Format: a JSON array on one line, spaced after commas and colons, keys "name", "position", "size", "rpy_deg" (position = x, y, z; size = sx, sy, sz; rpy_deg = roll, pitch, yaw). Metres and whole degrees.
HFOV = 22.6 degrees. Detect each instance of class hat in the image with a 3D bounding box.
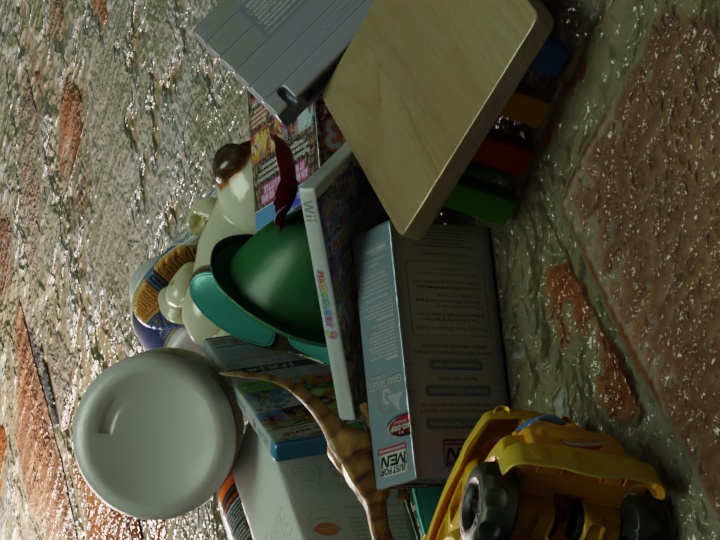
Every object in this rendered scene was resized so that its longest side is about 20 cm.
[{"name": "hat", "position": [-0.025, -0.048, 1.513], "size": [0.200, 0.164, 0.177], "rpy_deg": [-92, 22, -64]}]

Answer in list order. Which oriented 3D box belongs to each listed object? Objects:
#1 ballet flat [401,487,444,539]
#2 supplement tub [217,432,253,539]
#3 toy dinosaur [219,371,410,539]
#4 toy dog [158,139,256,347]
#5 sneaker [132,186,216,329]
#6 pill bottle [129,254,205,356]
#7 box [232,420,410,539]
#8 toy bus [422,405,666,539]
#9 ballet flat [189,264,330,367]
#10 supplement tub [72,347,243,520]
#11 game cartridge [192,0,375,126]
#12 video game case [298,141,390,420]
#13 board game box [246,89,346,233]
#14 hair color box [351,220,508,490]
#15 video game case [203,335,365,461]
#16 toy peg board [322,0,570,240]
[{"name": "ballet flat", "position": [0.049, 0.159, 1.484], "size": [0.068, 0.067, 0.202], "rpy_deg": [124, 141, -70]}, {"name": "supplement tub", "position": [-0.075, 0.241, 1.707], "size": [0.201, 0.106, 0.108], "rpy_deg": [-116, 35, -47]}, {"name": "toy dinosaur", "position": [-0.009, 0.134, 1.408], "size": [0.060, 0.106, 0.201], "rpy_deg": [-36, 86, 35]}, {"name": "toy dog", "position": [-0.113, -0.030, 1.737], "size": [0.194, 0.139, 0.201], "rpy_deg": [-56, -14, -76]}, {"name": "sneaker", "position": [-0.161, -0.021, 1.873], "size": [0.200, 0.075, 0.088], "rpy_deg": [-46, 20, -5]}, {"name": "pill bottle", "position": [-0.186, 0.058, 1.955], "size": [0.200, 0.110, 0.112], "rpy_deg": [-133, 48, -57]}, {"name": "box", "position": [-0.021, 0.215, 1.565], "size": [0.201, 0.123, 0.098], "rpy_deg": [-113, 32, -42]}, {"name": "toy bus", "position": [0.118, 0.165, 1.274], "size": [0.193, 0.135, 0.201], "rpy_deg": [-96, 21, -55]}, {"name": "ballet flat", "position": [-0.059, 0.041, 1.621], "size": [0.199, 0.071, 0.071], "rpy_deg": [20, 114, 22]}, {"name": "supplement tub", "position": [-0.180, 0.145, 1.649], "size": [0.200, 0.144, 0.146], "rpy_deg": [125, 144, -89]}, {"name": "game cartridge", "position": [-0.033, -0.231, 1.513], "size": [0.200, 0.038, 0.130], "rpy_deg": [-44, 59, -1]}, {"name": "video game case", "position": [0.000, 0.000, 1.471], "size": [0.018, 0.143, 0.202], "rpy_deg": [0, 114, 24]}, {"name": "board game box", "position": [-0.030, -0.145, 1.618], "size": [0.159, 0.096, 0.202], "rpy_deg": [156, 112, -64]}, {"name": "hair color box", "position": [0.057, 0.067, 1.413], "size": [0.061, 0.098, 0.202], "rpy_deg": [-25, 67, 54]}, {"name": "video game case", "position": [-0.042, 0.102, 1.589], "size": [0.200, 0.142, 0.018], "rpy_deg": [-132, 41, -57]}, {"name": "toy peg board", "position": [0.084, -0.151, 1.398], "size": [0.200, 0.097, 0.201], "rpy_deg": [-58, 37, 25]}]
